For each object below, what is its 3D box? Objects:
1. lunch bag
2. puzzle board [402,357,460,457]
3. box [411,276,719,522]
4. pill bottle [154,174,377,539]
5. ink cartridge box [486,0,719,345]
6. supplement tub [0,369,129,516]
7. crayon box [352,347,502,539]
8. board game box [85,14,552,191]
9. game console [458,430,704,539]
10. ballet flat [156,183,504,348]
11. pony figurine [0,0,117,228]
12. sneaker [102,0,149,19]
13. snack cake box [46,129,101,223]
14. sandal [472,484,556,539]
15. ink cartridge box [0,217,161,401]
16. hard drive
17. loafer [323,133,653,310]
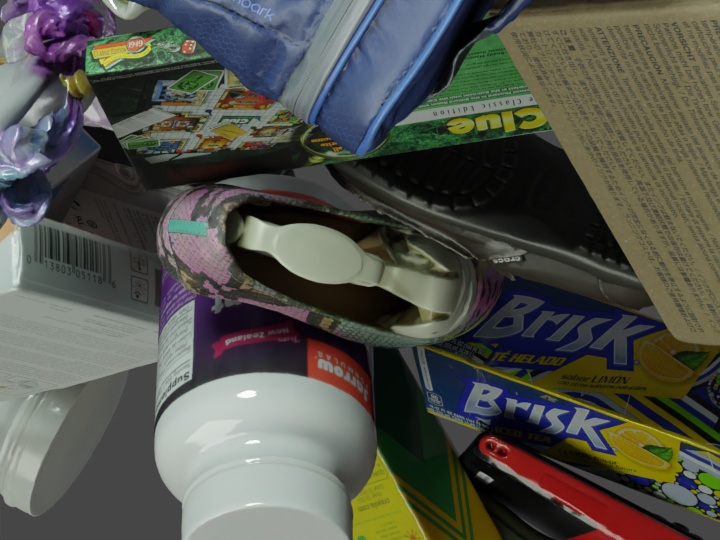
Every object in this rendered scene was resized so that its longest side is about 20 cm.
[{"bbox_3d":[0.021,-0.151,0.788,0.132,0.136,0.200,34,121,0],"label":"lunch bag"},{"bbox_3d":[-0.030,0.079,1.333,0.200,0.017,0.151,12,148,35],"label":"puzzle board"},{"bbox_3d":[0.129,0.063,1.109,0.199,0.064,0.070,19,148,23],"label":"box"},{"bbox_3d":[-0.047,0.059,1.092,0.111,0.200,0.112,-1,140,-1],"label":"pill bottle"},{"bbox_3d":[0.170,-0.058,0.878,0.164,0.075,0.200,2,137,41],"label":"ink cartridge box"},{"bbox_3d":[-0.264,0.058,1.406,0.200,0.145,0.145,28,150,9],"label":"supplement tub"},{"bbox_3d":[0.011,0.144,1.228,0.127,0.051,0.200,-24,95,50],"label":"crayon box"},{"bbox_3d":[-0.011,-0.082,0.958,0.199,0.024,0.105,-8,149,6],"label":"board game box"},{"bbox_3d":[0.135,0.140,1.188,0.177,0.031,0.200,32,172,4],"label":"game console"},{"bbox_3d":[0.000,0.000,1.035,0.199,0.069,0.071,12,179,-33],"label":"ballet flat"},{"bbox_3d":[-0.153,-0.094,1.059,0.193,0.200,0.167,-15,118,35],"label":"pony figurine"},{"bbox_3d":[-0.072,-0.138,0.957,0.074,0.116,0.200,0,138,42],"label":"sneaker"},{"bbox_3d":[-0.249,-0.088,1.200,0.200,0.067,0.115,42,139,5],"label":"snack cake box"},{"bbox_3d":[0.071,0.164,1.267,0.201,0.057,0.080,30,172,13],"label":"sandal"},{"bbox_3d":[-0.199,0.026,1.202,0.200,0.050,0.162,-13,160,36],"label":"ink cartridge box"},{"bbox_3d":[-0.115,-0.027,1.243,0.199,0.038,0.140,17,147,26],"label":"hard drive"},{"bbox_3d":[0.063,-0.028,1.028,0.200,0.073,0.071,27,151,13],"label":"loafer"}]
